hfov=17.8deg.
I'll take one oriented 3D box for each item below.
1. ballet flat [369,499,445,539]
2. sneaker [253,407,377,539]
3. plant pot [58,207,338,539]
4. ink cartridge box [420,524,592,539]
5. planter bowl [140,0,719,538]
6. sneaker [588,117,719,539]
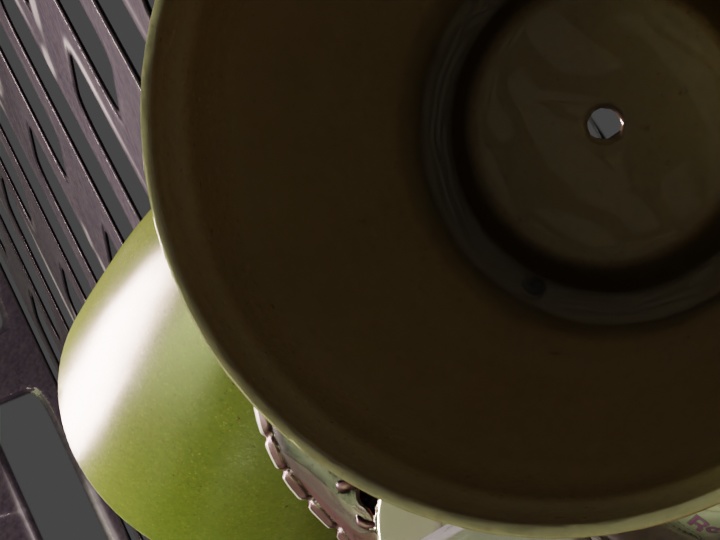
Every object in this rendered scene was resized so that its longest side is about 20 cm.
[{"bbox_3d":[0.025,0.130,0.859,0.072,0.071,0.202,-170,78,-74],"label":"ballet flat"},{"bbox_3d":[0.033,0.100,0.933,0.201,0.075,0.115,60,163,-10],"label":"sneaker"},{"bbox_3d":[-0.034,0.013,1.076,0.188,0.186,0.200,62,151,22],"label":"plant pot"},{"bbox_3d":[0.020,0.189,0.781,0.163,0.199,0.057,59,180,2],"label":"ink cartridge box"},{"bbox_3d":[0.058,-0.040,0.600,0.202,0.199,0.135,67,-166,4],"label":"planter bowl"},{"bbox_3d":[0.088,0.002,0.794,0.099,0.074,0.202,-21,91,58],"label":"sneaker"}]
